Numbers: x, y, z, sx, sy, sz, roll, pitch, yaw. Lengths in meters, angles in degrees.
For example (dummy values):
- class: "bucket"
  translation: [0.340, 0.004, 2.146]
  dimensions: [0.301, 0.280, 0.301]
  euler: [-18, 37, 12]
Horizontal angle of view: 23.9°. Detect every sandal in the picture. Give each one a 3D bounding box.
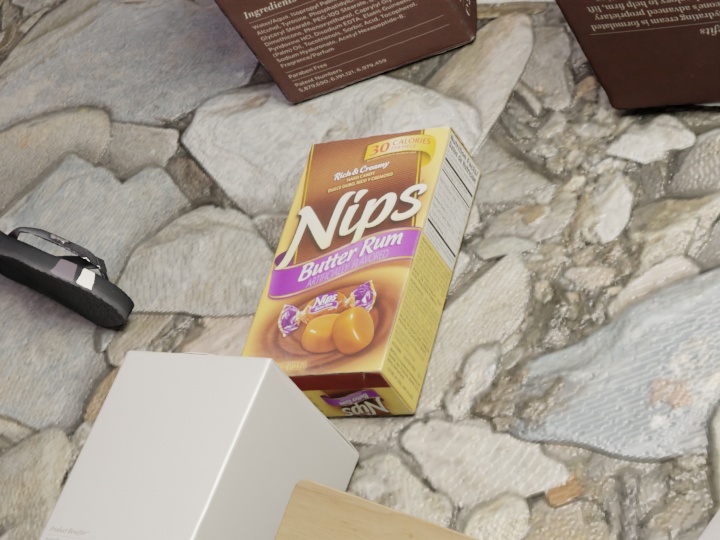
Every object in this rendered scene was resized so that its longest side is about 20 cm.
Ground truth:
- class: "sandal"
  translation: [-0.241, -0.010, 1.304]
  dimensions: [0.200, 0.076, 0.043]
  euler: [22, 70, 43]

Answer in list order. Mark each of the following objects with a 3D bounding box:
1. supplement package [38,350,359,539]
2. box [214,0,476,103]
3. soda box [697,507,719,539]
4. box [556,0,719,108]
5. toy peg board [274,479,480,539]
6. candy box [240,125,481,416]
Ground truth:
- class: "supplement package"
  translation: [-0.106, 0.164, 1.036]
  dimensions: [0.121, 0.120, 0.201]
  euler: [1, 56, 36]
- class: "box"
  translation: [-0.025, -0.267, 1.285]
  dimensions: [0.164, 0.200, 0.166]
  euler: [-16, 48, 21]
- class: "soda box"
  translation: [0.201, 0.172, 0.868]
  dimensions: [0.070, 0.063, 0.200]
  euler: [25, 71, 44]
- class: "box"
  translation: [0.217, -0.232, 1.082]
  dimensions: [0.165, 0.200, 0.165]
  euler: [-1, 54, 33]
- class: "toy peg board"
  translation: [0.031, 0.242, 0.920]
  dimensions: [0.200, 0.098, 0.200]
  euler: [13, 79, 41]
- class: "candy box"
  translation: [0.000, 0.000, 1.151]
  dimensions: [0.116, 0.057, 0.201]
  euler: [-5, 51, 31]
